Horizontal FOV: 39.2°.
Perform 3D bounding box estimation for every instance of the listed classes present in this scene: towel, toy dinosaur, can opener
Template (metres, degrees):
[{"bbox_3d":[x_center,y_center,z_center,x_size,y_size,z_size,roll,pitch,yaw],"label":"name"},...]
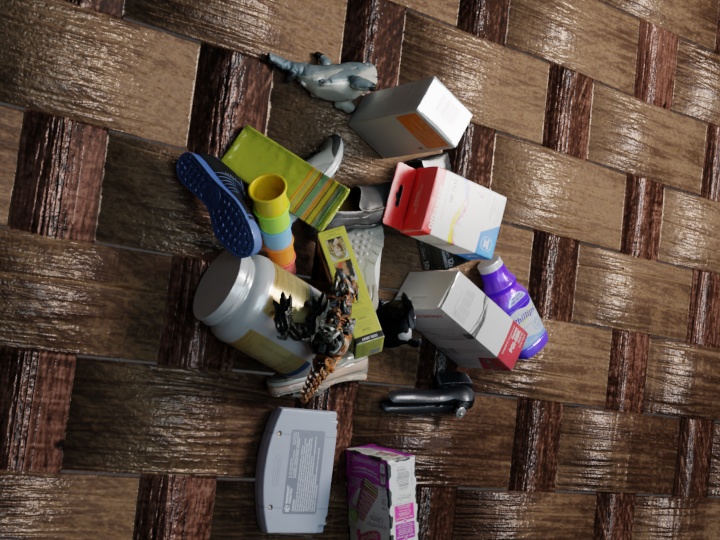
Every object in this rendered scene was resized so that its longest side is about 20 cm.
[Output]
[{"bbox_3d":[-0.120,-0.147,1.600,0.199,0.018,0.086,33,72,4],"label":"towel"},{"bbox_3d":[-0.051,0.091,1.491,0.136,0.101,0.201,40,37,-46],"label":"toy dinosaur"},{"bbox_3d":[0.123,0.232,1.810,0.198,0.079,0.064,-5,131,-31],"label":"can opener"}]

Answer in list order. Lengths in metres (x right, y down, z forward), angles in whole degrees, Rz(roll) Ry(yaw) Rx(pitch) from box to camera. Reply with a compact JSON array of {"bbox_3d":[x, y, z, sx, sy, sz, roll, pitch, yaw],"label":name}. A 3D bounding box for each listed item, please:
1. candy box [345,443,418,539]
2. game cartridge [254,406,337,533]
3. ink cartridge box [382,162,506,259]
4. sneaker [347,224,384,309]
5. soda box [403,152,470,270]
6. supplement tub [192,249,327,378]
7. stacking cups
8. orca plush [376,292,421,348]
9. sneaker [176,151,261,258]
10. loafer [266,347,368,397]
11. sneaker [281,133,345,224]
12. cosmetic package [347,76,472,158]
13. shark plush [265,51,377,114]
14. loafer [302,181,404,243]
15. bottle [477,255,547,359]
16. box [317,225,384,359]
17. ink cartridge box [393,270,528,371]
[{"bbox_3d":[0.036,0.403,1.694,0.061,0.136,0.202,-5,92,-32],"label":"candy box"},{"bbox_3d":[-0.108,0.327,1.658,0.132,0.040,0.202,11,83,-37],"label":"game cartridge"},{"bbox_3d":[0.145,-0.102,1.726,0.199,0.067,0.117,20,80,-30],"label":"ink cartridge box"},{"bbox_3d":[0.000,0.000,1.717,0.076,0.081,0.202,5,66,4],"label":"sneaker"},{"bbox_3d":[0.134,-0.104,1.802,0.063,0.071,0.202,-19,100,-33],"label":"soda box"},{"bbox_3d":[-0.144,0.065,1.567,0.199,0.144,0.146,33,72,-30],"label":"supplement tub"},{"bbox_3d":[-0.127,-0.059,1.573,0.061,0.060,0.201,-44,147,-26],"label":"stacking cups"},{"bbox_3d":[0.050,0.103,1.684,0.071,0.200,0.105,-40,95,-16],"label":"orca plush"},{"bbox_3d":[-0.197,-0.103,1.528,0.078,0.070,0.201,-6,55,-55],"label":"sneaker"},{"bbox_3d":[-0.063,0.180,1.671,0.199,0.072,0.064,-18,107,-36],"label":"loafer"},{"bbox_3d":[-0.095,-0.156,1.648,0.079,0.074,0.201,43,64,-13],"label":"sneaker"},{"bbox_3d":[0.080,-0.252,1.688,0.101,0.199,0.072,39,70,-27],"label":"cosmetic package"},{"bbox_3d":[-0.065,-0.327,1.696,0.198,0.091,0.084,4,67,-14],"label":"shark plush"},{"bbox_3d":[-0.003,-0.110,1.690,0.199,0.073,0.073,-27,148,-30],"label":"loafer"},{"bbox_3d":[0.282,0.067,1.906,0.083,0.065,0.201,-37,109,-27],"label":"bottle"},{"bbox_3d":[-0.018,0.035,1.619,0.050,0.075,0.201,-17,68,-9],"label":"box"},{"bbox_3d":[0.174,0.088,1.783,0.200,0.146,0.083,40,68,-28],"label":"ink cartridge box"}]
